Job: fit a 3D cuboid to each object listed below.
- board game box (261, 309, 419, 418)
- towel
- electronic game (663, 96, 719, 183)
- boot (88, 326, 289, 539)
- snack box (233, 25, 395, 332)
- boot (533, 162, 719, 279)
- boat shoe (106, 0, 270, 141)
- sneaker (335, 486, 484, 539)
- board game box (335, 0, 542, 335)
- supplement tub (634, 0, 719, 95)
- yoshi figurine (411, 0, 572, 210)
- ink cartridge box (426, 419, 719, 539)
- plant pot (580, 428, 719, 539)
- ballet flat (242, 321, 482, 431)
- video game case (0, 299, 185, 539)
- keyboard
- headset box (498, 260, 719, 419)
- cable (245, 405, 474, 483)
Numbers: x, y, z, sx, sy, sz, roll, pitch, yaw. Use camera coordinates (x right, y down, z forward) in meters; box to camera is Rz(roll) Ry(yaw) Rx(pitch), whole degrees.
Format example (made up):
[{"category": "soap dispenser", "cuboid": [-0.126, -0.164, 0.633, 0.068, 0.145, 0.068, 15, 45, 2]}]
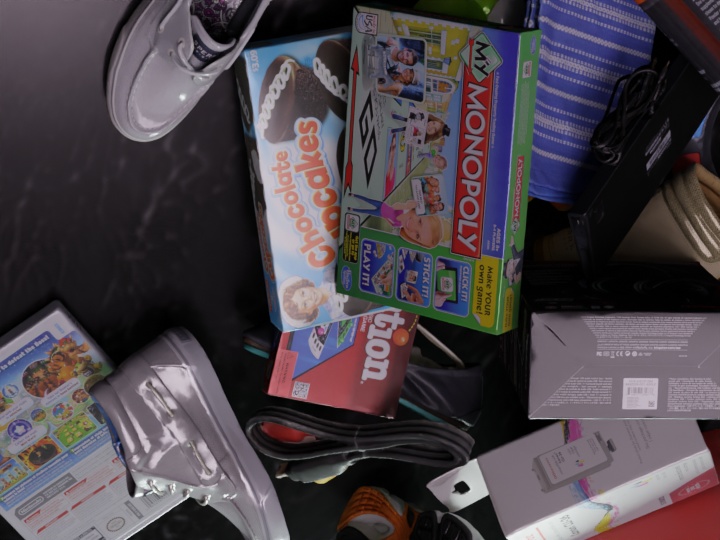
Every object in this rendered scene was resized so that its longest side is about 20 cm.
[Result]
[{"category": "board game box", "cuboid": [0.000, 0.000, 1.518, 0.102, 0.019, 0.201, 12, 93, -21]}, {"category": "towel", "cuboid": [0.158, -0.143, 1.435, 0.144, 0.024, 0.202, 10, 88, -48]}, {"category": "electronic game", "cuboid": [0.318, -0.105, 1.567, 0.199, 0.042, 0.201, -6, 121, -11]}, {"category": "boot", "cuboid": [-0.131, 0.145, 1.567, 0.095, 0.073, 0.201, -32, 112, -16]}, {"category": "snack box", "cuboid": [-0.018, -0.066, 1.468, 0.115, 0.037, 0.201, -12, 105, -16]}, {"category": "boot", "cuboid": [0.244, 0.019, 1.582, 0.155, 0.073, 0.200, -29, 118, 24]}, {"category": "boat shoe", "cuboid": [-0.104, -0.164, 1.411, 0.072, 0.069, 0.200, 32, 108, -27]}, {"category": "sneaker", "cuboid": [0.069, 0.221, 1.614, 0.092, 0.200, 0.076, 21, 93, -34]}, {"category": "board game box", "cuboid": [0.050, -0.070, 1.396, 0.029, 0.134, 0.201, -16, 115, -51]}, {"category": "supplement tub", "cuboid": [0.245, -0.190, 1.398, 0.107, 0.107, 0.200, -42, 95, 12]}, {"category": "yoshi figurine", "cuboid": [0.087, -0.127, 1.460, 0.112, 0.112, 0.201, -24, 115, 12]}, {"category": "ink cartridge box", "cuboid": [0.158, 0.156, 1.548, 0.199, 0.068, 0.117, -23, 158, 6]}, {"category": "plant pot", "cuboid": [0.213, 0.235, 1.660, 0.176, 0.201, 0.202, -7, 122, 3]}, {"category": "ballet flat", "cuboid": [0.008, 0.060, 1.575, 0.199, 0.073, 0.073, 22, 112, -20]}, {"category": "video game case", "cuboid": [-0.225, 0.130, 1.580, 0.143, 0.018, 0.200, -34, 122, 7]}, {"category": "keyboard", "cuboid": [0.189, -0.097, 1.449, 0.200, 0.039, 0.104, -54, 149, -29]}, {"category": "headset box", "cuboid": [0.176, 0.043, 1.447, 0.148, 0.200, 0.078, 1, 102, -2]}, {"category": "cable", "cuboid": [-0.006, 0.117, 1.550, 0.199, 0.051, 0.097, -18, 128, 41]}]
